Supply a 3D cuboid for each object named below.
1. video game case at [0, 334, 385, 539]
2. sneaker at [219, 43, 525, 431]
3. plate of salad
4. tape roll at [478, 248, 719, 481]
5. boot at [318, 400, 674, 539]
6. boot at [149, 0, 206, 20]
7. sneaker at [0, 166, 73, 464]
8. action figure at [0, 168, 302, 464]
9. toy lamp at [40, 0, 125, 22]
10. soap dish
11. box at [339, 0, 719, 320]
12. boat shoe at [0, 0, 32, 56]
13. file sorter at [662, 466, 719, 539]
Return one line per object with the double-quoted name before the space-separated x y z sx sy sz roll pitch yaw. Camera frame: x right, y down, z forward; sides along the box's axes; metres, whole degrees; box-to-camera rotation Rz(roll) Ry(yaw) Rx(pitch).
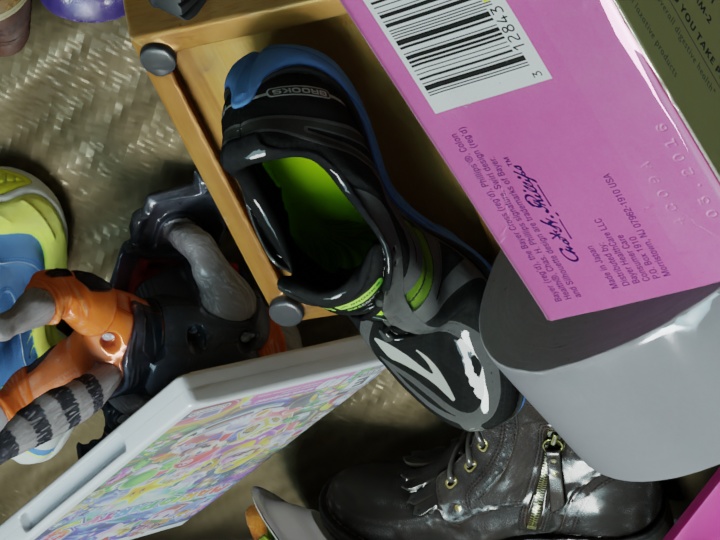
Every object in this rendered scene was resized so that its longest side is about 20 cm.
"video game case" -0.088 0.092 1.171 0.200 0.143 0.018 -39 71 41
"sneaker" 0.000 0.000 0.986 0.070 0.083 0.200 -18 124 30
"plate of salad" 0.007 0.191 1.232 0.048 0.200 0.200 -44 109 1
"tape roll" 0.143 -0.012 0.948 0.200 0.201 0.066 -27 116 40
"boot" 0.066 0.064 1.160 0.199 0.069 0.175 -1 130 12
"boot" -0.141 -0.199 0.932 0.199 0.066 0.165 27 137 10
"sneaker" -0.199 0.045 1.232 0.075 0.105 0.201 17 134 18
"action figure" -0.114 0.059 1.163 0.105 0.193 0.201 52 140 41
"toy lamp" -0.114 -0.198 1.003 0.058 0.058 0.201 17 138 10
"soap dish" -0.003 -0.069 1.039 0.157 0.081 0.201 -9 128 23
"box" 0.092 -0.118 0.872 0.096 0.200 0.176 -14 124 35
"boat shoe" -0.230 -0.160 1.078 0.199 0.072 0.072 29 156 12
"file sorter" 0.222 0.146 1.045 0.139 0.125 0.200 36 98 -10
